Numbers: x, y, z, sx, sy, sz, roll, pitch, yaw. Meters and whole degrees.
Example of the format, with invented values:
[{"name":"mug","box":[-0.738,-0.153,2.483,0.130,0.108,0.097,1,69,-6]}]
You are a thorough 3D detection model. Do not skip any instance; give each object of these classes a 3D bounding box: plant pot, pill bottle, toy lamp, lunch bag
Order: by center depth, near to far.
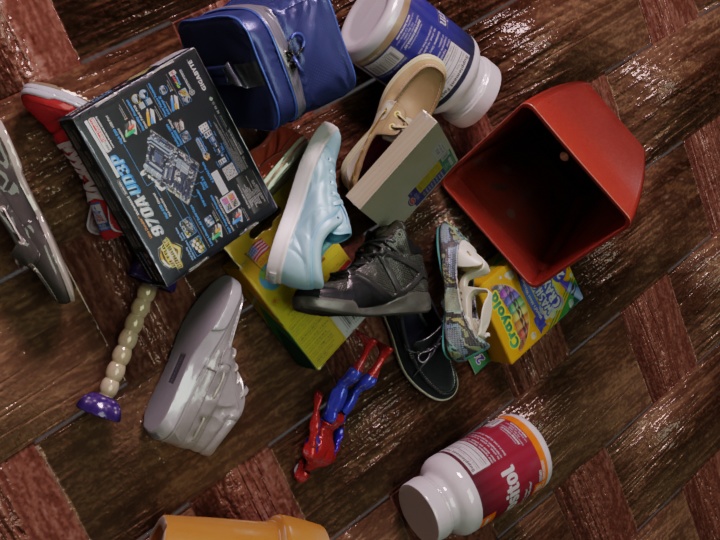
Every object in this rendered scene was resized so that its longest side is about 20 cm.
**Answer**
[{"name":"lunch bag","box":[-0.109,-0.230,1.092,0.132,0.199,0.137,-32,114,-25]},{"name":"toy lamp","box":[-0.252,0.063,1.097,0.058,0.058,0.202,26,80,-31]},{"name":"plant pot","box":[-0.153,0.359,1.104,0.181,0.200,0.203,21,81,-17]},{"name":"pill bottle","box":[0.080,-0.271,1.264,0.199,0.115,0.117,29,76,-31]},{"name":"plant pot","box":[0.265,-0.136,1.330,0.200,0.200,0.176,48,50,-2]},{"name":"pill bottle","box":[0.153,0.283,1.336,0.198,0.112,0.114,-23,104,-30]}]

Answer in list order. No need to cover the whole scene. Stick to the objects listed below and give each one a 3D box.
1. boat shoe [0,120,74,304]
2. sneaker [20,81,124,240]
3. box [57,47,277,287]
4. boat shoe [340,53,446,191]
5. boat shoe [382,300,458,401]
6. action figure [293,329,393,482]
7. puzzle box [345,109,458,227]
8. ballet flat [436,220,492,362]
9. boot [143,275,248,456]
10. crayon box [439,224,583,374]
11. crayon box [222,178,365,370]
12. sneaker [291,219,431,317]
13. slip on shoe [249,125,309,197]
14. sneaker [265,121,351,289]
[{"name":"boat shoe","box":[-0.356,-0.052,1.023,0.056,0.067,0.202,-23,100,-14]},{"name":"sneaker","box":[-0.287,-0.106,1.056,0.199,0.071,0.114,33,71,-32]},{"name":"box","box":[-0.197,-0.109,1.049,0.158,0.046,0.202,-38,112,-27]},{"name":"boat shoe","box":[0.047,-0.168,1.217,0.073,0.067,0.201,21,116,-24]},{"name":"boat shoe","box":[0.082,0.090,1.312,0.074,0.062,0.202,-36,112,-28]},{"name":"action figure","box":[-0.031,0.174,1.237,0.065,0.051,0.202,28,88,-54]},{"name":"puzzle box","box":[0.055,-0.113,1.203,0.025,0.200,0.133,42,93,14]},{"name":"ballet flat","box":[0.141,0.022,1.305,0.073,0.074,0.203,14,62,-33]},{"name":"boot","box":[-0.168,0.113,1.152,0.095,0.073,0.202,31,84,-36]},{"name":"crayon box","box":[0.218,0.041,1.405,0.199,0.051,0.127,-38,111,-26]},{"name":"crayon box","box":[-0.078,0.005,1.209,0.127,0.051,0.201,-45,115,-24]},{"name":"sneaker","box":[0.000,0.000,1.189,0.197,0.076,0.116,-4,91,-35]},{"name":"slip on shoe","box":[-0.139,-0.093,1.165,0.061,0.074,0.200,38,75,9]},{"name":"sneaker","box":[-0.043,-0.069,1.138,0.081,0.074,0.203,17,77,1]}]
